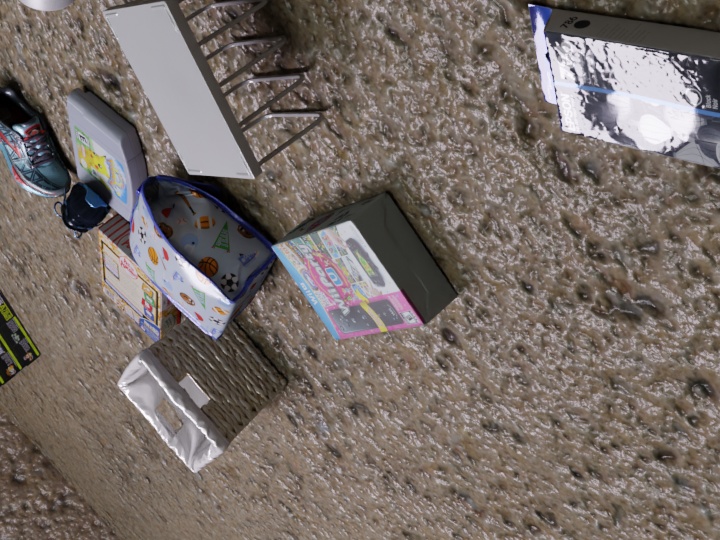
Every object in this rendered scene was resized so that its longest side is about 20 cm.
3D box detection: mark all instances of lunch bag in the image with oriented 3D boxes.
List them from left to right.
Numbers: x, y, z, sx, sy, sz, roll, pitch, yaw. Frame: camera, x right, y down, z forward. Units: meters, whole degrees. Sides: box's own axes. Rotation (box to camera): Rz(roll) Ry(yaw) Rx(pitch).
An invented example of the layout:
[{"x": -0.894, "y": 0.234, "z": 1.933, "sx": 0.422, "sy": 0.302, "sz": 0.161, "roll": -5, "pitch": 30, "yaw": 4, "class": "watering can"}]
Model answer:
[{"x": -0.225, "y": -0.029, "z": 1.561, "sx": 0.200, "sy": 0.124, "sz": 0.170, "roll": 39, "pitch": 152, "yaw": 2, "class": "lunch bag"}]

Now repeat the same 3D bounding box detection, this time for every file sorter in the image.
[{"x": -0.150, "y": -0.217, "z": 1.222, "sx": 0.138, "sy": 0.124, "sz": 0.201, "roll": 9, "pitch": 132, "yaw": 51, "class": "file sorter"}]

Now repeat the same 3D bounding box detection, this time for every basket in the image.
[{"x": -0.251, "y": 0.183, "z": 1.813, "sx": 0.198, "sy": 0.161, "sz": 0.200, "roll": 49, "pitch": 151, "yaw": 0, "class": "basket"}]

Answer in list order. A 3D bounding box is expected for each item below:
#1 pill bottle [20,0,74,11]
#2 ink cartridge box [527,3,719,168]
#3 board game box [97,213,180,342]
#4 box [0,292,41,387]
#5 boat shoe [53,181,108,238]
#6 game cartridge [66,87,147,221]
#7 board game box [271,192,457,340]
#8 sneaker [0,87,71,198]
[{"x": -0.364, "y": -0.395, "z": 1.317, "sx": 0.111, "sy": 0.111, "sz": 0.200, "roll": 42, "pitch": 151, "yaw": 12, "class": "pill bottle"}, {"x": 0.208, "y": -0.146, "z": 0.901, "sx": 0.199, "sy": 0.039, "sz": 0.100, "roll": 21, "pitch": 142, "yaw": 42, "class": "ink cartridge box"}, {"x": -0.362, "y": 0.020, "z": 1.887, "sx": 0.151, "sy": 0.046, "sz": 0.200, "roll": 41, "pitch": 151, "yaw": 14, "class": "board game box"}, {"x": -0.854, "y": 0.172, "z": 2.606, "sx": 0.047, "sy": 0.193, "sz": 0.201, "roll": 10, "pitch": 135, "yaw": 46, "class": "box"}, {"x": -0.441, "y": -0.096, "z": 1.788, "sx": 0.084, "sy": 0.069, "sz": 0.200, "roll": 43, "pitch": 171, "yaw": -4, "class": "boat shoe"}, {"x": -0.368, "y": -0.162, "z": 1.688, "sx": 0.133, "sy": 0.040, "sz": 0.200, "roll": 35, "pitch": 149, "yaw": 17, "class": "game cartridge"}, {"x": 0.000, "y": 0.000, "z": 1.343, "sx": 0.148, "sy": 0.064, "sz": 0.200, "roll": 55, "pitch": 152, "yaw": -12, "class": "board game box"}, {"x": -0.529, "y": -0.202, "z": 1.816, "sx": 0.200, "sy": 0.079, "sz": 0.095, "roll": 52, "pitch": 149, "yaw": -6, "class": "sneaker"}]
